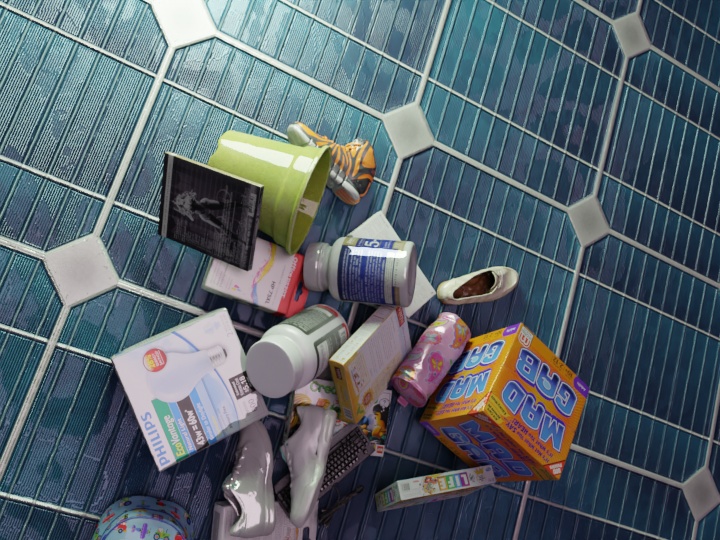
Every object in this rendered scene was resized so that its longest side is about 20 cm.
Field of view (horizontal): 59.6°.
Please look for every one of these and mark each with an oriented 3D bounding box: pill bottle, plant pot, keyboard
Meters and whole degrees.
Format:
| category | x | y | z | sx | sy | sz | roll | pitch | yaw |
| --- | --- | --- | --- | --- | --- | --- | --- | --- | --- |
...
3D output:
| category | x | y | z | sx | sy | sz | roll | pitch | yaw |
| --- | --- | --- | --- | --- | --- | --- | --- | --- | --- |
| pill bottle | -0.107 | 0.138 | 1.092 | 0.199 | 0.112 | 0.116 | -27 | 96 | -63 |
| plant pot | -0.169 | -0.155 | 1.114 | 0.181 | 0.201 | 0.203 | 21 | 77 | 3 |
| keyboard | -0.053 | 0.388 | 1.157 | 0.199 | 0.021 | 0.128 | -36 | 100 | -17 |
| pill bottle | 0.000 | 0.000 | 1.162 | 0.196 | 0.120 | 0.122 | 5 | 82 | 13 |

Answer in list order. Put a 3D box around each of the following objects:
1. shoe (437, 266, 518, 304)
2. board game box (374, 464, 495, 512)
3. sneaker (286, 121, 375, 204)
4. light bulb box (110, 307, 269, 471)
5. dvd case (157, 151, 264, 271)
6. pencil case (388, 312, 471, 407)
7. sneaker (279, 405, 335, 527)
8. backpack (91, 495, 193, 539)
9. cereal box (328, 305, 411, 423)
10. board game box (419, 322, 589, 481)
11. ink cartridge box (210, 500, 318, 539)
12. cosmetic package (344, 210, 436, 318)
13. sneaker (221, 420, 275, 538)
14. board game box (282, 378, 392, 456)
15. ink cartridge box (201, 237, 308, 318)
| category | x | y | z | sx | sy | sz | roll | pitch | yaw |
| --- | --- | --- | --- | --- | --- | --- | --- | --- | --- |
| shoe | 0.258 | 0.035 | 1.325 | 0.197 | 0.053 | 0.071 | -13 | 89 | -21 |
| board game box | 0.140 | 0.416 | 1.198 | 0.196 | 0.135 | 0.035 | -3 | 63 | -21 |
| sneaker | -0.050 | -0.234 | 1.232 | 0.200 | 0.077 | 0.113 | 45 | 67 | -22 |
| light bulb box | -0.290 | 0.194 | 1.063 | 0.198 | 0.124 | 0.201 | -24 | 93 | -22 |
| dvd case | -0.258 | -0.101 | 1.068 | 0.197 | 0.016 | 0.151 | 20 | 113 | 18 |
| pencil case | 0.139 | 0.174 | 1.231 | 0.088 | 0.087 | 0.200 | 47 | 57 | -10 |
| sneaker | -0.105 | 0.340 | 1.106 | 0.087 | 0.076 | 0.203 | 12 | 66 | 4 |
| backpack | -0.354 | 0.477 | 1.007 | 0.180 | 0.134 | 0.204 | 21 | 75 | -18 |
| cereal box | 0.025 | 0.163 | 1.166 | 0.200 | 0.039 | 0.146 | -43 | 134 | -40 |
| board game box | 0.276 | 0.259 | 1.209 | 0.199 | 0.199 | 0.201 | 41 | 58 | -11 |
| ink cartridge box | -0.173 | 0.496 | 1.130 | 0.197 | 0.050 | 0.164 | 10 | 80 | -38 |
| cosmetic package | 0.060 | -0.010 | 1.256 | 0.082 | 0.051 | 0.202 | -37 | 98 | -17 |
| sneaker | -0.199 | 0.351 | 1.080 | 0.087 | 0.075 | 0.203 | 5 | 60 | -32 |
| board game box | -0.042 | 0.278 | 1.196 | 0.196 | 0.035 | 0.129 | 11 | 81 | -20 |
| ink cartridge box | -0.179 | 0.010 | 1.155 | 0.197 | 0.067 | 0.118 | 21 | 78 | -18 |
